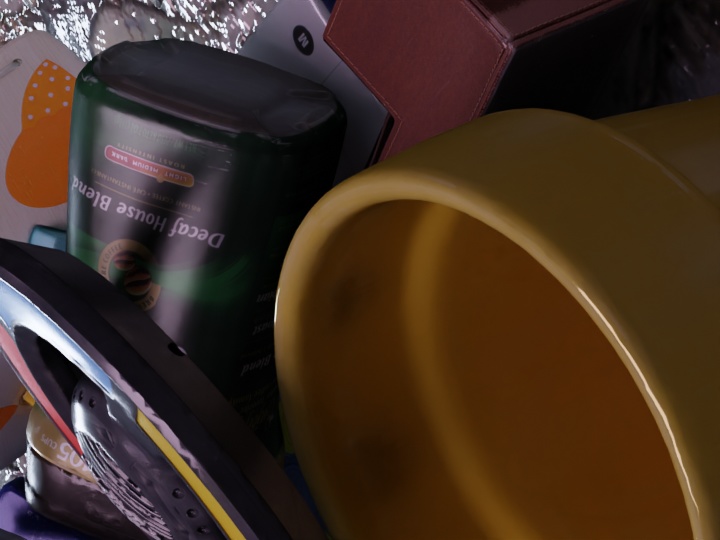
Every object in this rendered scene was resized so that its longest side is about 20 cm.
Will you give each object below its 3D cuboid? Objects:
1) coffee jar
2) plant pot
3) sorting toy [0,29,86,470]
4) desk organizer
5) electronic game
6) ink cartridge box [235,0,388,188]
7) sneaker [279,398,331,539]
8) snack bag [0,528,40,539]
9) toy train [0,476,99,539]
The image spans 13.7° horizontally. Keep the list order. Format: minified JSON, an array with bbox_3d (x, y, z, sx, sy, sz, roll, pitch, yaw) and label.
[{"bbox_3d":[-0.073,0.017,1.187,0.104,0.085,0.201,18,115,18],"label":"coffee jar"},{"bbox_3d":[0.104,0.028,0.992,0.200,0.188,0.202,32,136,38],"label":"plant pot"},{"bbox_3d":[-0.154,0.033,1.308,0.107,0.180,0.200,35,155,25],"label":"sorting toy"},{"bbox_3d":[0.023,-0.047,1.090,0.077,0.072,0.200,48,140,22],"label":"desk organizer"},{"bbox_3d":[-0.073,0.068,1.070,0.200,0.042,0.200,45,166,15],"label":"electronic game"},{"bbox_3d":[0.000,0.000,1.242,0.200,0.040,0.200,56,146,10],"label":"ink cartridge box"},{"bbox_3d":[-0.054,0.082,1.324,0.083,0.071,0.200,36,154,50],"label":"sneaker"},{"bbox_3d":[-0.109,0.134,1.231,0.199,0.188,0.022,12,90,19],"label":"snack bag"},{"bbox_3d":[-0.073,0.158,1.387,0.199,0.116,0.085,33,111,12],"label":"toy train"}]
